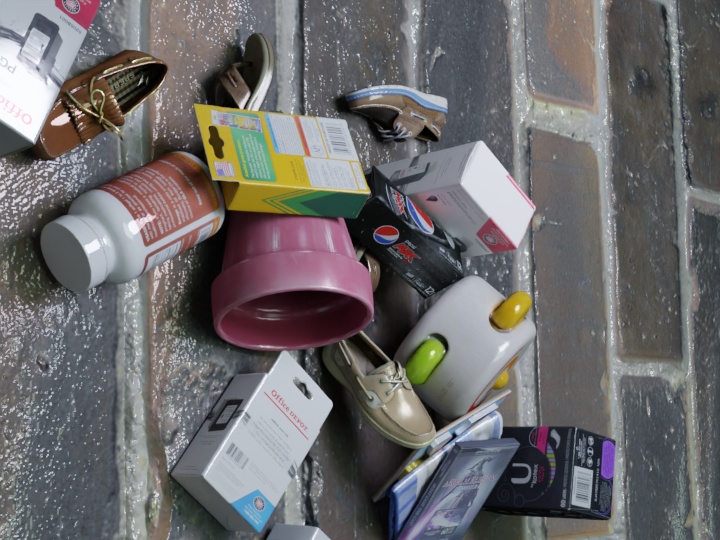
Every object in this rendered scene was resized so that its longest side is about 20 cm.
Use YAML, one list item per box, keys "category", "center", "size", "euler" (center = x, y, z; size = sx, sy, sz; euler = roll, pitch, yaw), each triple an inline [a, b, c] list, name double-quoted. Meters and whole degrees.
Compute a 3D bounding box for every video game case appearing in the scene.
- category: "video game case"
  center: [0.130, 0.318, 1.730]
  size: [0.143, 0.019, 0.200]
  euler: [5, 120, -50]

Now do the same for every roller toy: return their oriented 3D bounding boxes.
- category: "roller toy"
  center: [0.150, 0.112, 1.734]
  size: [0.140, 0.182, 0.200]
  euler: [41, 77, 12]

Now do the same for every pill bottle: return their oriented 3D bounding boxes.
- category: "pill bottle"
  center: [-0.260, -0.053, 1.422]
  size: [0.200, 0.112, 0.112]
  euler: [-33, 107, -43]

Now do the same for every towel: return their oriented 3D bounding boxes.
- category: "towel"
  center: [0.119, 0.287, 1.725]
  size: [0.200, 0.024, 0.147]
  euler: [-32, 146, -25]

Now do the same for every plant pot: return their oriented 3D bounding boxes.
- category: "plant pot"
  center: [-0.089, -0.016, 1.547]
  size: [0.200, 0.200, 0.179]
  euler: [19, 56, -42]

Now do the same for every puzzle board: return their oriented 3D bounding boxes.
- category: "puzzle board"
  center: [0.116, 0.246, 1.736]
  size: [0.200, 0.151, 0.017]
  euler: [-24, 68, -43]

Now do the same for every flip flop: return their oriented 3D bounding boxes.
- category: "flip flop"
  center: [-0.159, -0.215, 1.574]
  size: [0.058, 0.081, 0.200]
  euler: [23, 72, -20]
- category: "flip flop"
  center: [0.000, 0.000, 1.682]
  size: [0.058, 0.081, 0.200]
  euler: [29, 45, -7]

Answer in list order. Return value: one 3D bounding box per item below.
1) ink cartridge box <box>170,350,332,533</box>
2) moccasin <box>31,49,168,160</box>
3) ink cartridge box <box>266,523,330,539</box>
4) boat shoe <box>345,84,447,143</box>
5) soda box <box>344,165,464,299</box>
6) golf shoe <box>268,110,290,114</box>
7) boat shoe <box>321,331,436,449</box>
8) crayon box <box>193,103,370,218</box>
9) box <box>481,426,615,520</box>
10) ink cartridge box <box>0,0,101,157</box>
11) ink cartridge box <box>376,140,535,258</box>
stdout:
- category: "ink cartridge box"
  center: [-0.130, 0.209, 1.544]
  size: [0.116, 0.067, 0.200]
  euler: [51, 53, -27]
- category: "moccasin"
  center: [-0.297, -0.188, 1.426]
  size: [0.201, 0.078, 0.074]
  euler: [-40, 128, -42]
- category: "ink cartridge box"
  center: [-0.081, 0.434, 1.538]
  size: [0.145, 0.083, 0.200]
  euler: [50, 53, -28]
- category: "boat shoe"
  center: [0.059, -0.222, 1.794]
  size: [0.200, 0.072, 0.072]
  euler: [1, 85, -45]
- category: "soda box"
  center: [0.054, -0.049, 1.665]
  size: [0.200, 0.071, 0.063]
  euler: [41, 31, -36]
- category: "golf shoe"
  center: [-0.076, -0.122, 1.659]
  size: [0.088, 0.077, 0.200]
  euler: [-50, 121, -11]
- category: "boat shoe"
  center: [0.027, 0.149, 1.636]
  size: [0.072, 0.065, 0.200]
  euler: [-24, 61, -37]
- category: "crayon box"
  center: [-0.101, -0.129, 1.483]
  size: [0.200, 0.052, 0.126]
  euler: [4, 49, -27]
- category: "box"
  center: [0.259, 0.295, 1.825]
  size: [0.106, 0.200, 0.122]
  euler: [21, 69, -41]
- category: "ink cartridge box"
  center: [-0.389, -0.244, 1.342]
  size: [0.145, 0.083, 0.200]
  euler: [36, 60, -36]
- category: "ink cartridge box"
  center: [0.117, -0.090, 1.741]
  size: [0.146, 0.200, 0.085]
  euler: [46, 55, -30]
